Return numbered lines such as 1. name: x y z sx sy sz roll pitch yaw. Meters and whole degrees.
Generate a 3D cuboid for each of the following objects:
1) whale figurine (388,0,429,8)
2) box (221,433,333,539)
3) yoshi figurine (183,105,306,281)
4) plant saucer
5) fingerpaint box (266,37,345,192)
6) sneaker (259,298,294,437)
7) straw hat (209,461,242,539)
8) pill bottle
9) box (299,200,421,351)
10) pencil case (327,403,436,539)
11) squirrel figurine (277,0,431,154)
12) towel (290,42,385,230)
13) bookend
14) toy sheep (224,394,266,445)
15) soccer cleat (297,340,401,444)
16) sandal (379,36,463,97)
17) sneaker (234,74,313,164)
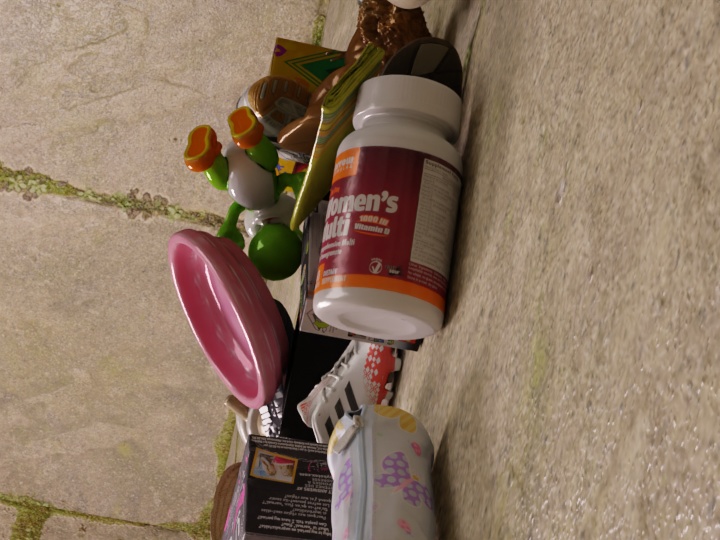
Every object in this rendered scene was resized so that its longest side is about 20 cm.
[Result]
1. whale figurine: 0.063 -0.327 1.248 0.160 0.104 0.200 -56 9 -23
2. box: -0.057 0.262 1.240 0.115 0.131 0.201 -92 14 -47
3. yoshi figurine: -0.107 -0.066 1.465 0.112 0.112 0.201 -53 -43 -25
4. plant saucer: -0.133 0.044 1.430 0.201 0.051 0.201 48 154 34
5. fingerpaint box: -0.039 -0.167 1.611 0.200 0.165 0.074 114 166 -57
6. sneaker: -0.071 0.126 1.526 0.070 0.082 0.202 -16 85 47
7. straw hat: -0.066 0.279 1.443 0.085 0.201 0.202 -28 34 24
8. pill bottle: 0.027 -0.052 1.140 0.110 0.109 0.202 124 155 -72
9. box: 0.000 0.000 1.277 0.200 0.109 0.035 -91 14 -62
10. pencil case: 0.017 0.182 0.972 0.201 0.082 0.091 -93 -7 -59
11. squirrel figurine: 0.027 -0.202 1.414 0.200 0.141 0.188 -42 25 55
12. towel: -0.026 -0.117 1.239 0.086 0.018 0.200 -50 -9 -30
13. bookend: -0.022 0.048 1.447 0.199 0.091 0.202 -91 13 -66
14. toy sheep: -0.088 0.168 1.636 0.200 0.137 0.139 -48 -30 -81
15. soccer cleat: -0.015 0.117 1.308 0.069 0.084 0.202 -113 34 -77
16. sandal: 0.043 -0.114 1.259 0.055 0.081 0.202 -123 36 -71
17. sneaker: -0.049 -0.148 1.521 0.087 0.199 0.076 -19 44 58
